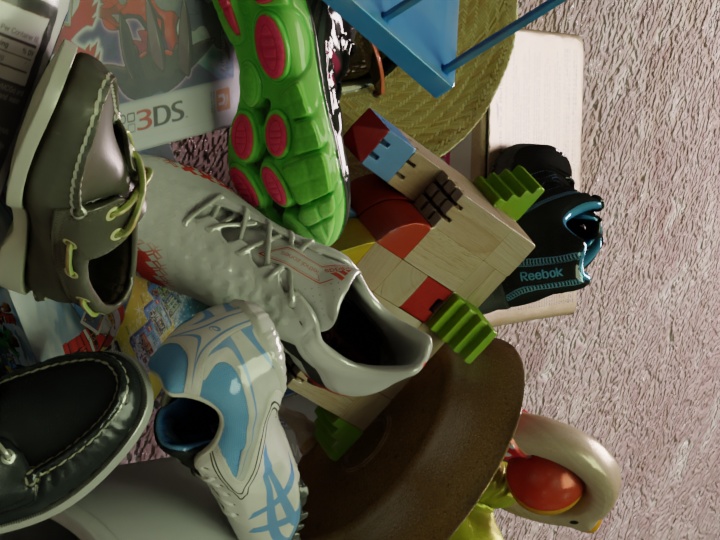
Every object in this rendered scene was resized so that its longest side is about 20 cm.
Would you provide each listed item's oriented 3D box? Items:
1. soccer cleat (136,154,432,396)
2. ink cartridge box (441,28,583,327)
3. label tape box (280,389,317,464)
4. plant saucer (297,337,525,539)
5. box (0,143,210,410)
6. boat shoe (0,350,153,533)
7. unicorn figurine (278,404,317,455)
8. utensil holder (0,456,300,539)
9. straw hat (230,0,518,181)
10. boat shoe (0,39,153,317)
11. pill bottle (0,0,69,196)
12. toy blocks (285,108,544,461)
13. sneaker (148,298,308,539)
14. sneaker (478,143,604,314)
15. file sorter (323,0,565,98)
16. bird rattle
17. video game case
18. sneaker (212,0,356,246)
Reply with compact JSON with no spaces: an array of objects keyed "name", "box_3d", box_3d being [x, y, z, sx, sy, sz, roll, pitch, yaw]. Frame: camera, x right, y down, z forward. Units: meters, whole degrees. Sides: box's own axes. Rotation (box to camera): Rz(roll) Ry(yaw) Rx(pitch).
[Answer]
[{"name":"soccer cleat","box_3d":[-0.047,0.001,1.187,0.200,0.085,0.069,39,64,-27]},{"name":"ink cartridge box","box_3d":[0.087,-0.065,1.562,0.165,0.075,0.200,-4,96,-61]},{"name":"label tape box","box_3d":[-0.003,0.102,1.575,0.143,0.066,0.200,-30,122,-52]},{"name":"plant saucer","box_3d":[0.014,0.112,1.364,0.035,0.200,0.200,39,70,-21]},{"name":"box","box_3d":[-0.145,-0.014,1.186,0.137,0.038,0.200,-44,127,-41]},{"name":"boat shoe","box_3d":[-0.195,0.095,1.110,0.200,0.076,0.060,-32,154,2]},{"name":"unicorn figurine","box_3d":[-0.075,0.052,1.382,0.074,0.137,0.200,-39,-169,25]},{"name":"utensil holder","box_3d":[-0.140,0.190,1.275,0.200,0.170,0.170,-8,117,-63]},{"name":"straw hat","box_3d":[-0.015,-0.149,1.333,0.201,0.085,0.201,-7,106,-27]},{"name":"boat shoe","box_3d":[-0.124,-0.038,1.035,0.202,0.060,0.072,113,-1,-64]},{"name":"pill bottle","box_3d":[-0.195,-0.098,1.004,0.116,0.116,0.200,16,95,-64]},{"name":"toy blocks","box_3d":[0.000,0.000,1.304,0.200,0.100,0.137,-48,136,10]},{"name":"sneaker","box_3d":[-0.071,0.088,1.196,0.072,0.072,0.200,-22,144,-12]},{"name":"sneaker","box_3d":[0.118,-0.026,1.438,0.200,0.082,0.073,-62,143,-62]},{"name":"file sorter","box_3d":[0.020,-0.215,1.142,0.200,0.123,0.139,39,39,-31]},{"name":"bird rattle","box_3d":[0.121,0.140,1.759,0.200,0.163,0.113,96,11,-48]},{"name":"video game case","box_3d":[-0.124,-0.156,1.137,0.182,0.023,0.200,-21,113,-52]},{"name":"sneaker","box_3d":[-0.027,-0.105,1.202,0.084,0.077,0.200,-28,121,-45]}]
